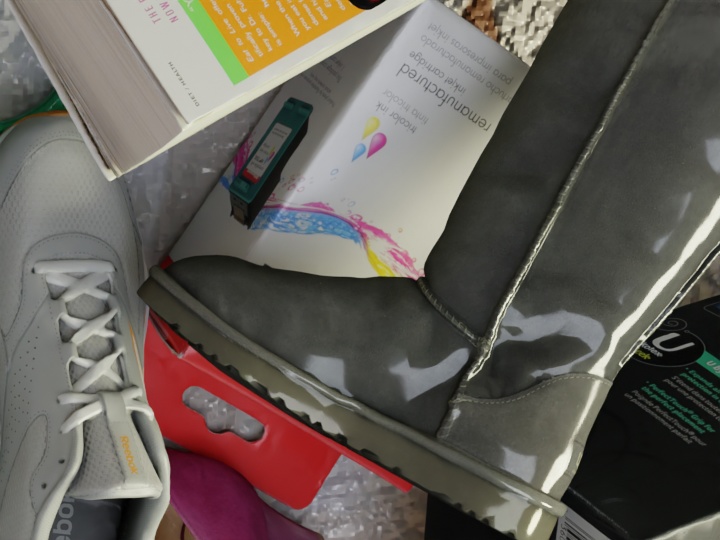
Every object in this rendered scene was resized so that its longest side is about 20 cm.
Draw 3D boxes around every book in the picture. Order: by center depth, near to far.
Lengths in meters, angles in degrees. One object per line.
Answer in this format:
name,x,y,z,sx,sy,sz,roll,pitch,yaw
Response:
book,-0.036,-0.132,0.764,0.200,0.048,0.134,-33,93,-41

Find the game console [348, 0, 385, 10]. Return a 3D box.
game console,-0.006,-0.197,0.718,0.118,0.172,0.201,-34,86,-8

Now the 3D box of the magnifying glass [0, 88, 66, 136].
magnifying glass,-0.126,-0.031,0.859,0.079,0.022,0.202,-13,111,-15

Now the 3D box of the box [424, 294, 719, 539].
box,0.137,0.107,0.907,0.199,0.124,0.150,-15,124,-32

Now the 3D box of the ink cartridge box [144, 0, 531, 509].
ink cartridge box,0.000,0.000,0.887,0.116,0.067,0.201,31,97,-26

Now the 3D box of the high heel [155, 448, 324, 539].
high heel,-0.051,0.155,0.861,0.096,0.201,0.067,31,131,-31

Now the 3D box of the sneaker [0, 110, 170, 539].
sneaker,-0.094,0.044,0.816,0.075,0.092,0.202,-2,91,-29

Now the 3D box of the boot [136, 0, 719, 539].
boot,0.043,-0.027,0.811,0.181,0.073,0.201,28,88,1
